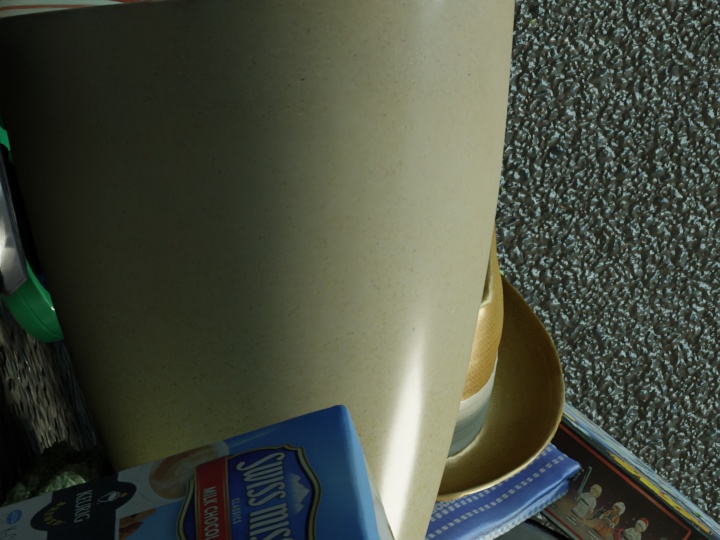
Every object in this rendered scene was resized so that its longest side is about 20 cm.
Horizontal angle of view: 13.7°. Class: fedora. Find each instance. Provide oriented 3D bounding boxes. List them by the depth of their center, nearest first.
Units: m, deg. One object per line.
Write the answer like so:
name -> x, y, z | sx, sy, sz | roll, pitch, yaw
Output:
fedora -> 0.000, 0.000, 1.186 | 0.201, 0.200, 0.082 | -106, -151, -45

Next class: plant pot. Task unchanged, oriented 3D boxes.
plant pot -> -0.033, 0.006, 1.054 | 0.187, 0.187, 0.201 | -57, 144, -87

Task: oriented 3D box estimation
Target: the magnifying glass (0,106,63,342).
magnifying glass -> -0.147, -0.068, 1.153 | 0.080, 0.022, 0.201 | -28, 99, -73

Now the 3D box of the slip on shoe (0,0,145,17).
slip on shoe -> -0.080, -0.090, 1.245 | 0.061, 0.199, 0.074 | 59, -41, 39

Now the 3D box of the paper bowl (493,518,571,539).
paper bowl -> 0.035, 0.198, 1.261 | 0.104, 0.200, 0.201 | 32, 40, -80

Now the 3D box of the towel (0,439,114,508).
towel -> -0.084, 0.133, 1.038 | 0.200, 0.036, 0.149 | -51, 122, -87

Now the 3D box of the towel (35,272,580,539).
towel -> -0.024, 0.044, 1.202 | 0.200, 0.145, 0.024 | 40, -51, 24

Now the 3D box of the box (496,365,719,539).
box -> 0.104, 0.097, 1.283 | 0.200, 0.040, 0.137 | 39, 3, 25

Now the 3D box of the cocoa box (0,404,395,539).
cocoa box -> -0.031, 0.164, 0.865 | 0.133, 0.131, 0.201 | -101, 173, -73

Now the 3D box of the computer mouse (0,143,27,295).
computer mouse -> -0.141, -0.040, 0.991 | 0.200, 0.046, 0.141 | -108, -172, -48

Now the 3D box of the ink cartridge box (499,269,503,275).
ink cartridge box -> 0.000, 0.104, 1.391 | 0.145, 0.084, 0.201 | -27, 122, -63
